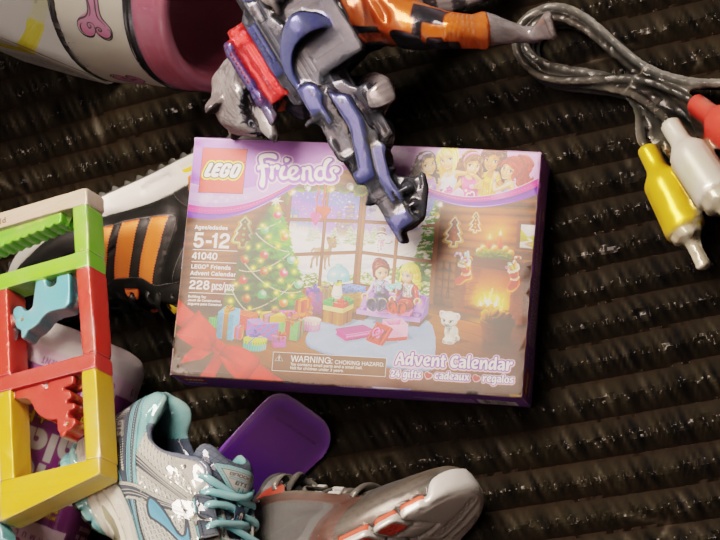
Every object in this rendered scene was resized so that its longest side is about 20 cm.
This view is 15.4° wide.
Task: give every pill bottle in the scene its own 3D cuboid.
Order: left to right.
[{"bbox_3d":[-0.207,0.129,1.545,0.112,0.112,0.200,13,81,32],"label":"pill bottle"}]

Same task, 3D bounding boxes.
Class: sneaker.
[{"bbox_3d":[-0.123,0.000,1.560,0.200,0.070,0.090,-28,63,20],"label":"sneaker"},{"bbox_3d":[-0.090,0.140,1.434,0.086,0.078,0.200,-45,53,7],"label":"sneaker"},{"bbox_3d":[-0.027,0.140,1.472,0.200,0.077,0.082,-27,60,21],"label":"sneaker"}]

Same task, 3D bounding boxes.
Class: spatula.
[{"bbox_3d":[-0.099,0.137,1.534,0.200,0.056,0.021,-35,38,27],"label":"spatula"}]

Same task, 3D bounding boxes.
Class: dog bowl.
[{"bbox_3d":[-0.084,-0.189,1.507,0.074,0.200,0.201,25,91,29],"label":"dog bowl"}]

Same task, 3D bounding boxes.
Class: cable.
[{"bbox_3d":[0.158,-0.095,1.432,0.097,0.050,0.200,-48,60,13],"label":"cable"}]

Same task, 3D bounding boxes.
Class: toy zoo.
[{"bbox_3d":[-0.198,0.064,1.483,0.131,0.020,0.200,-16,66,23],"label":"toy zoo"}]

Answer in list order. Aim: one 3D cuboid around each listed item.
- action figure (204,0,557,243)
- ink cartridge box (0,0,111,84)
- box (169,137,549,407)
[{"bbox_3d":[0.010,-0.113,1.463,0.193,0.105,0.200,-24,85,3],"label":"action figure"},{"bbox_3d":[-0.211,-0.208,1.585,0.083,0.200,0.146,16,87,35],"label":"ink cartridge box"},{"bbox_3d":[0.000,0.000,1.475,0.199,0.039,0.137,3,79,12],"label":"box"}]
